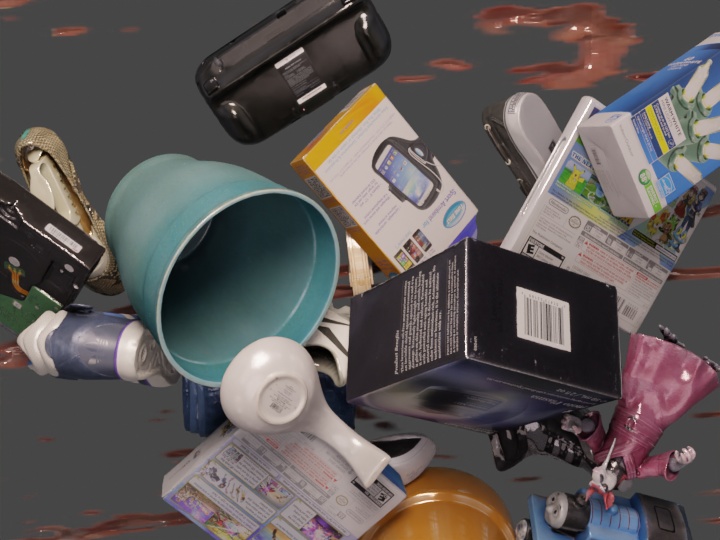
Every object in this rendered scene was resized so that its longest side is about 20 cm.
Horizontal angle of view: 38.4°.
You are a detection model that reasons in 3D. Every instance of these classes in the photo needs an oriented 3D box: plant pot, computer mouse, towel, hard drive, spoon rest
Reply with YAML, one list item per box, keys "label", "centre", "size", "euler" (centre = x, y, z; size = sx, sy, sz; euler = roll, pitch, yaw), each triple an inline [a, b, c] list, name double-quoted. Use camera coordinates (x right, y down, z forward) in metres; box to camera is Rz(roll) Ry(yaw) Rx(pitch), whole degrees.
- label: "plant pot"
  centre: [0.089, 0.357, 1.169]
  size: [0.197, 0.184, 0.203]
  euler: [0, 109, -1]
- label: "plant pot"
  centre: [-0.154, -0.019, 1.016]
  size: [0.199, 0.187, 0.202]
  euler: [-21, 127, -31]
- label: "computer mouse"
  centre: [-0.008, 0.230, 1.181]
  size: [0.197, 0.044, 0.110]
  euler: [-11, 138, 2]
- label: "towel"
  centre: [-0.100, 0.142, 1.164]
  size: [0.197, 0.049, 0.113]
  euler: [2, 110, -2]
- label: "hard drive"
  centre: [-0.353, -0.006, 1.060]
  size: [0.139, 0.038, 0.200]
  euler: [36, 138, -8]
- label: "spoon rest"
  centre: [-0.056, 0.141, 1.021]
  size: [0.100, 0.061, 0.200]
  euler: [-49, 118, -4]

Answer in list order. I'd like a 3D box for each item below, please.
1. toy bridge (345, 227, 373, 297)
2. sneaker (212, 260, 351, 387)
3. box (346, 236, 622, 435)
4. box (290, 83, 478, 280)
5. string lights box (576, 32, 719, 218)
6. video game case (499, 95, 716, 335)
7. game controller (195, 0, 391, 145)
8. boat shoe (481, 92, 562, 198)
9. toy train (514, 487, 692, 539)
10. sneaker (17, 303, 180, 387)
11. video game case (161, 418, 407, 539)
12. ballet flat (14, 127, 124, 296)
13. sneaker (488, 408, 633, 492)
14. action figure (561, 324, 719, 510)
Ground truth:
- label: "toy bridge"
  centre: [0.000, 0.000, 1.108]
  size: [0.027, 0.067, 0.202]
  euler: [-6, 108, 1]
- label: "sneaker"
  centre: [-0.084, 0.057, 1.092]
  size: [0.198, 0.089, 0.075]
  euler: [23, 138, 12]
- label: "box"
  centre: [0.120, 0.076, 1.028]
  size: [0.198, 0.198, 0.125]
  euler: [16, 64, -29]
- label: "box"
  centre: [0.034, -0.077, 1.068]
  size: [0.119, 0.041, 0.200]
  euler: [-47, 108, -22]
- label: "string lights box"
  centre: [0.321, -0.147, 1.027]
  size: [0.199, 0.059, 0.103]
  euler: [-34, 108, -17]
- label: "video game case"
  centre: [0.259, -0.052, 1.071]
  size: [0.199, 0.022, 0.184]
  euler: [28, 93, -27]
- label: "game controller"
  centre: [-0.068, -0.212, 1.055]
  size: [0.199, 0.042, 0.105]
  euler: [-30, 121, 9]
- label: "boat shoe"
  centre: [0.193, -0.101, 1.083]
  size: [0.056, 0.069, 0.201]
  euler: [-2, 132, 46]
- label: "toy train"
  centre: [0.281, 0.307, 1.193]
  size: [0.198, 0.087, 0.115]
  euler: [17, 128, -13]
- label: "sneaker"
  centre: [-0.272, 0.075, 1.076]
  size: [0.145, 0.200, 0.082]
  euler: [7, 87, 7]
- label: "video game case"
  centre: [-0.081, 0.234, 1.119]
  size: [0.181, 0.046, 0.200]
  euler: [-42, 112, 9]
- label: "ballet flat"
  centre: [-0.308, -0.051, 1.080]
  size: [0.067, 0.075, 0.202]
  euler: [-21, 108, 6]
- label: "sneaker"
  centre: [0.214, 0.198, 1.178]
  size: [0.114, 0.076, 0.200]
  euler: [-41, 101, 15]
- label: "action figure"
  centre: [0.293, 0.161, 1.114]
  size: [0.133, 0.149, 0.201]
  euler: [31, 90, 11]
